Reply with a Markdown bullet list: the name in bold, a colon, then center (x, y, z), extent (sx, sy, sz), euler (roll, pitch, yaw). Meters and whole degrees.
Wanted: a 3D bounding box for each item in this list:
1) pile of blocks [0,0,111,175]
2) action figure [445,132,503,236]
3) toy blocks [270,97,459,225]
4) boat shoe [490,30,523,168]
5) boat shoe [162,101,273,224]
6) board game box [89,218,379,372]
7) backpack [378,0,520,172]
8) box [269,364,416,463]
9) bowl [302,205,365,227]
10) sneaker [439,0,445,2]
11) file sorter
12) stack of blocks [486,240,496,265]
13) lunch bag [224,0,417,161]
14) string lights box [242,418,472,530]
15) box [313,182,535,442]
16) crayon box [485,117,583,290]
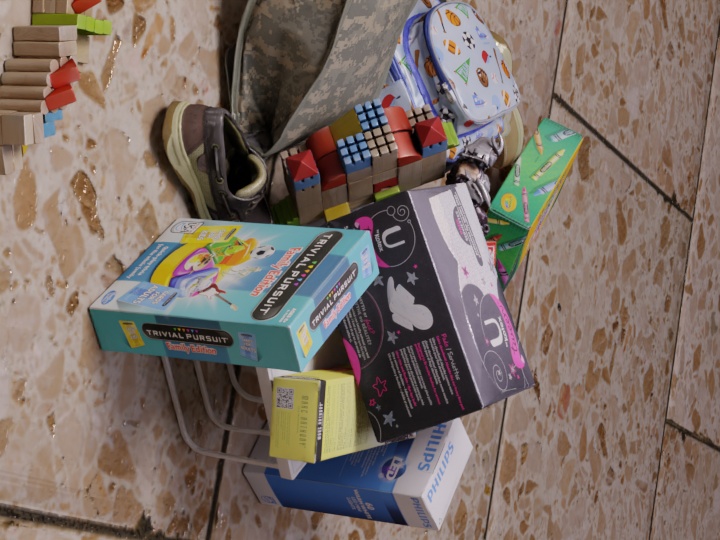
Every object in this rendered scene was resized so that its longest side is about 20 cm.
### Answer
- **pile of blocks**: center (-0.234, -0.159, 1.405), extent (0.082, 0.062, 0.201), euler (45, 55, -55)
- **action figure**: center (0.092, -0.043, 1.727), extent (0.201, 0.069, 0.130), euler (-65, 166, -3)
- **toy blocks**: center (0.003, -0.109, 1.675), extent (0.137, 0.199, 0.101), euler (88, -17, -73)
- **boat shoe**: center (0.144, -0.193, 2.115), extent (0.066, 0.074, 0.201), euler (-42, 139, -25)
- **boat shoe**: center (-0.117, -0.080, 1.630), extent (0.200, 0.064, 0.074), euler (55, 44, -54)
- **board game box**: center (-0.106, 0.016, 1.524), extent (0.151, 0.199, 0.047), euler (-51, 136, -47)
- **backpack**: center (0.059, -0.197, 1.840), extent (0.191, 0.154, 0.200), euler (56, 27, 2)
- **box**: center (-0.011, 0.124, 1.620), extent (0.200, 0.050, 0.076), euler (-6, 100, -61)
- **bowl**: center (0.000, 0.000, 1.859), extent (0.200, 0.074, 0.201), euler (55, 49, -50)
- **sneaker**: center (0.108, -0.241, 1.982), extent (0.075, 0.115, 0.202), euler (5, 90, -62)
- **file sorter**: center (-0.079, 0.072, 1.663), extent (0.200, 0.124, 0.140), euler (-49, 136, -48)
- **stack of blocks**: center (0.073, 0.028, 1.859), extent (0.200, 0.058, 0.116), euler (-6, 99, -61)
- **lunch bag**: center (-0.043, -0.209, 1.694), extent (0.164, 0.117, 0.201), euler (-25, 142, -59)
- **string lights box**: center (-0.003, 0.184, 1.743), extent (0.103, 0.199, 0.059), euler (-63, 145, -34)
- **box**: center (0.058, 0.034, 1.603), extent (0.132, 0.114, 0.202), euler (-13, 84, -62)
- **crayon box**: center (0.200, -0.081, 2.189), extent (0.200, 0.058, 0.119), euler (-56, 169, -43)
